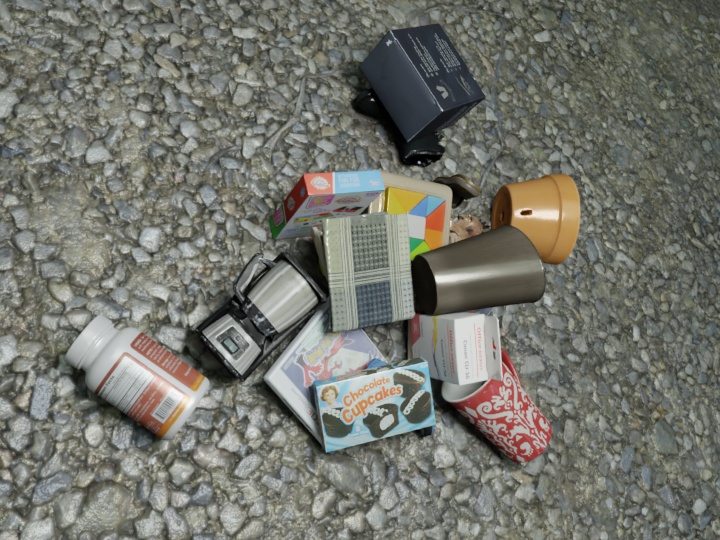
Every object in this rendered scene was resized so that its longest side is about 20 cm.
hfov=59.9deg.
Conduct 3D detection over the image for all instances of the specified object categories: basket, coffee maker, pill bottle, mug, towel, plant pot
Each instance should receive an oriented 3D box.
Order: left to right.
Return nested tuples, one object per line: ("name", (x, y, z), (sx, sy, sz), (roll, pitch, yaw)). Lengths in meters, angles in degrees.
("pill bottle", (-0.343, 0.160, 0.961), (0.200, 0.112, 0.113), (38, 59, -8))
("coffee maker", (-0.164, 0.085, 1.062), (0.200, 0.192, 0.135), (-42, 70, -12))
("towel", (0.014, -0.002, 1.103), (0.191, 0.034, 0.202), (-7, 95, -36))
("basket", (0.205, 0.006, 1.153), (0.198, 0.137, 0.181), (-11, 34, -16))
("mug", (0.282, 0.249, 1.211), (0.200, 0.133, 0.178), (48, 69, -16))
("plant pot", (0.379, -0.118, 1.393), (0.139, 0.200, 0.202), (4, 68, -8))

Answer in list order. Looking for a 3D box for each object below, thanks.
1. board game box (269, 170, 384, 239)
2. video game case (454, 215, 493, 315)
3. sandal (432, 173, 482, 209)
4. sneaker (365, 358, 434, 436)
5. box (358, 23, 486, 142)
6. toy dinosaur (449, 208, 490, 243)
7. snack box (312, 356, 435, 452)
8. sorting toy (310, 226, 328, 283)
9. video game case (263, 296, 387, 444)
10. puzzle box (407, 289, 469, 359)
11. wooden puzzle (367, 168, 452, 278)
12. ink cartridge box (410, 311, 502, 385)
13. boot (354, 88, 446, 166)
("board game box", (-0.066, -0.119, 1.154), (0.152, 0.200, 0.041), (-8, 74, -29))
("video game case", (0.223, 0.006, 1.354), (0.200, 0.023, 0.182), (49, 58, -2))
("sandal", (0.193, -0.156, 1.311), (0.081, 0.200, 0.055), (31, 86, -14))
("sneaker", (0.064, 0.242, 1.143), (0.083, 0.071, 0.200), (-49, 120, -12))
("box", (0.135, -0.405, 1.339), (0.200, 0.117, 0.198), (-30, 86, -47))
("toy dinosaur", (0.215, -0.047, 1.314), (0.135, 0.086, 0.202), (15, 70, -27))
("snack box", (0.025, 0.226, 1.065), (0.198, 0.037, 0.117), (-11, 99, -14))
("sorting toy", (0.000, 0.000, 1.207), (0.199, 0.107, 0.182), (-11, 83, -29))
("video game case", (-0.053, 0.178, 1.109), (0.183, 0.023, 0.200), (53, 55, -22))
("puzzle box", (0.156, 0.111, 1.243), (0.132, 0.025, 0.202), (0, 89, -25))
("wooden puzzle", (0.097, -0.085, 1.195), (0.184, 0.037, 0.202), (8, 79, -26))
("ink cartridge box", (0.167, 0.136, 1.123), (0.067, 0.200, 0.118), (-6, 91, -25))
("boot", (0.091, -0.314, 1.383), (0.197, 0.073, 0.164), (-3, 70, -33))
